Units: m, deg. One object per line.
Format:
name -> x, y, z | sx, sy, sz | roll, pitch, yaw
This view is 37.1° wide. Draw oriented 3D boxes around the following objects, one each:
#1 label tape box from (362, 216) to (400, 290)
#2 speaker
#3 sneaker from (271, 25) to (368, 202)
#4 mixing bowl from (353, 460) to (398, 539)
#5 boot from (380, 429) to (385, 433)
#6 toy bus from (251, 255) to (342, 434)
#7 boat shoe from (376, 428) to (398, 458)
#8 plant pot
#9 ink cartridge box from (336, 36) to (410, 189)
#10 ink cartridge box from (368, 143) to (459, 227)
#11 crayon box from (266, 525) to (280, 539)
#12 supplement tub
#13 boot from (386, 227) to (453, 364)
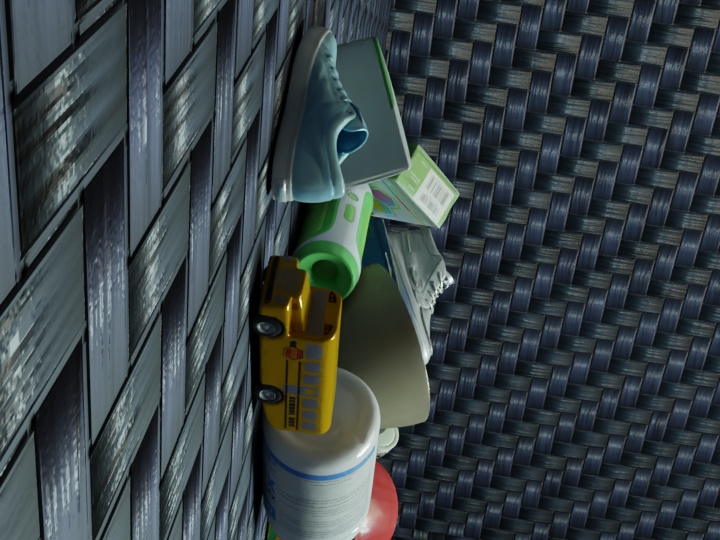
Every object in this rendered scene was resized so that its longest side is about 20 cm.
label tape box -> 0.000, 0.000, 1.516 | 0.200, 0.062, 0.147 | -162, -123, -80
speaker -> -0.032, -0.046, 1.296 | 0.201, 0.087, 0.090 | -80, 177, -56
sneaker -> -0.030, -0.144, 1.013 | 0.074, 0.081, 0.203 | 96, 3, -61
mixing bowl -> -0.016, 0.339, 1.526 | 0.199, 0.107, 0.203 | -24, -120, 52
boot -> -0.022, 0.104, 1.445 | 0.212, 0.078, 0.159 | 52, -34, 36
toy bus -> -0.060, 0.075, 1.028 | 0.202, 0.077, 0.066 | 95, 3, -49
boat shoe -> -0.024, 0.188, 1.576 | 0.072, 0.203, 0.060 | -30, 166, -31
plant pot -> -0.015, 0.107, 1.301 | 0.200, 0.133, 0.203 | 163, -90, -78
ink cartridge box -> 0.003, -0.174, 1.212 | 0.200, 0.082, 0.149 | -68, 142, -83
ink cartridge box -> 0.026, -0.121, 1.426 | 0.104, 0.199, 0.060 | 44, 72, -36
crayon box -> -0.084, 0.292, 1.445 | 0.119, 0.057, 0.203 | 80, 18, -84
supplement tub -> -0.047, 0.215, 1.209 | 0.202, 0.130, 0.133 | 96, 3, -48
boot -> 0.090, 0.030, 1.515 | 0.074, 0.094, 0.203 | 99, -25, -68
